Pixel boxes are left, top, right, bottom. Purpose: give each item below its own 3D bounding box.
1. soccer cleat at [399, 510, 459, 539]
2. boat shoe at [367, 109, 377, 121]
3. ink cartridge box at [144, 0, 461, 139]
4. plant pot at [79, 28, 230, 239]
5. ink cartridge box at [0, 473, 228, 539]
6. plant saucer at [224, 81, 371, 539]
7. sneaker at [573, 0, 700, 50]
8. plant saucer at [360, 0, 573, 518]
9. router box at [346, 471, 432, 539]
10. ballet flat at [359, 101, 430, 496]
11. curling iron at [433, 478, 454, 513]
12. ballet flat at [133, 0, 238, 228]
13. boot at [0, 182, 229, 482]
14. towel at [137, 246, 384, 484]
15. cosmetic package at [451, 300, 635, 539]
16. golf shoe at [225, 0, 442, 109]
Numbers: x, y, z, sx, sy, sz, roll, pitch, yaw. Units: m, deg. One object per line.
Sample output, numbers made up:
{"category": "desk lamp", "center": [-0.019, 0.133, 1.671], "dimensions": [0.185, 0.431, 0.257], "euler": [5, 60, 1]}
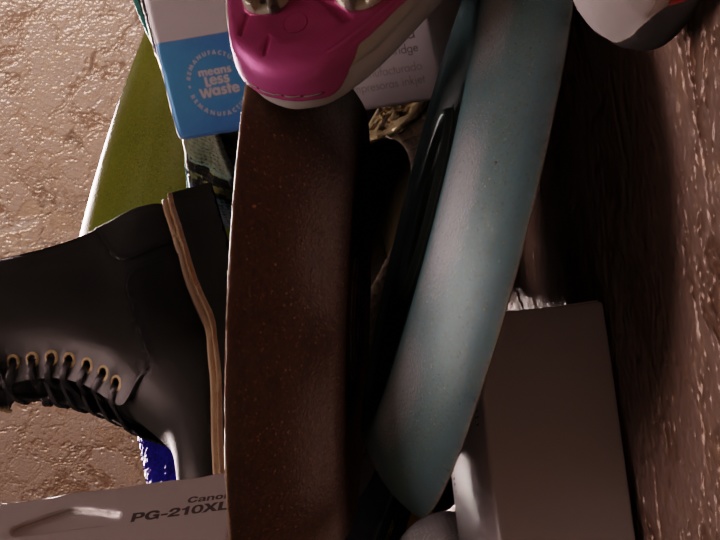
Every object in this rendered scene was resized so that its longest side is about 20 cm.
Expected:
{"category": "soccer cleat", "center": [0.042, 0.208, 0.885], "dimensions": [0.086, 0.069, 0.202], "euler": [-152, 56, -82]}
{"category": "boat shoe", "center": [0.010, -0.124, 0.887], "dimensions": [0.202, 0.060, 0.072], "euler": [93, 175, -50]}
{"category": "ink cartridge box", "center": [-0.033, -0.161, 0.774], "dimensions": [0.067, 0.115, 0.202], "euler": [-47, -53, -65]}
{"category": "plant pot", "center": [-0.061, -0.052, 1.112], "dimensions": [0.200, 0.199, 0.195], "euler": [159, 116, -83]}
{"category": "ink cartridge box", "center": [-0.091, 0.191, 0.764], "dimensions": [0.084, 0.144, 0.201], "euler": [-79, -21, -66]}
{"category": "plant saucer", "center": [-0.017, 0.016, 0.685], "dimensions": [0.200, 0.036, 0.202], "euler": [3, -90, -86]}
{"category": "sneaker", "center": [0.036, -0.124, 0.475], "dimensions": [0.202, 0.107, 0.068], "euler": [95, 167, -59]}
{"category": "plant saucer", "center": [0.031, -0.020, 0.668], "dimensions": [0.200, 0.027, 0.202], "euler": [-165, 90, -88]}
{"category": "router box", "center": [0.000, 0.155, 0.976], "dimensions": [0.200, 0.051, 0.150], "euler": [-64, -25, -60]}
{"category": "ballet flat", "center": [0.000, 0.000, 0.823], "dimensions": [0.067, 0.046, 0.201], "euler": [-21, 47, 60]}
{"category": "curling iron", "center": [0.042, 0.069, 0.881], "dimensions": [0.200, 0.049, 0.026], "euler": [91, -173, -68]}
{"category": "ballet flat", "center": [-0.052, -0.094, 0.892], "dimensions": [0.201, 0.074, 0.075], "euler": [78, 180, -49]}
{"category": "boot", "center": [-0.110, 0.054, 0.849], "dimensions": [0.201, 0.137, 0.078], "euler": [-107, 2, -54]}
{"category": "towel", "center": [-0.029, 0.039, 0.920], "dimensions": [0.200, 0.049, 0.148], "euler": [-48, 22, 13]}
{"category": "cosmetic package", "center": [0.065, 0.117, 0.692], "dimensions": [0.083, 0.050, 0.202], "euler": [124, 140, -77]}
{"category": "golf shoe", "center": [0.016, -0.113, 0.665], "dimensions": [0.092, 0.075, 0.201], "euler": [77, -150, -46]}
